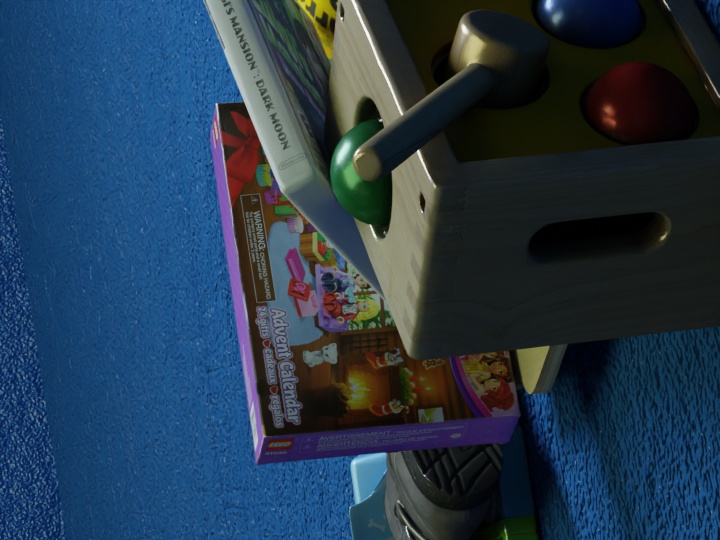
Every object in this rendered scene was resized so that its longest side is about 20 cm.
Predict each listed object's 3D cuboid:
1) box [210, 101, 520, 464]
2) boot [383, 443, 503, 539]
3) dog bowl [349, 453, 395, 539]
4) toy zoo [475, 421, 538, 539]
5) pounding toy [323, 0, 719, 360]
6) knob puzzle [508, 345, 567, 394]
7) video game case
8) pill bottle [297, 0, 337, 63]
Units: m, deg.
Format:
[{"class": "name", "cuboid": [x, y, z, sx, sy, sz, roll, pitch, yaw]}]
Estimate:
[{"class": "box", "cuboid": [0.000, 0.000, 1.434, 0.039, 0.136, 0.200, 107, 156, -61]}, {"class": "boot", "cuboid": [0.028, 0.089, 1.567, 0.132, 0.070, 0.200, 96, 166, -51]}, {"class": "dog bowl", "cuboid": [0.017, 0.102, 1.669, 0.111, 0.049, 0.201, 2, -100, -84]}, {"class": "toy zoo", "cuboid": [0.067, 0.101, 1.588, 0.131, 0.020, 0.200, 136, 127, -72]}, {"class": "pounding toy", "cuboid": [0.065, -0.060, 1.176, 0.184, 0.200, 0.142, -112, 21, -45]}, {"class": "knob puzzle", "cuboid": [0.093, -0.034, 1.407, 0.220, 0.030, 0.220, 179, 90, -75]}, {"class": "video game case", "cuboid": [-0.031, -0.086, 1.345, 0.182, 0.023, 0.200, 67, -171, 23]}, {"class": "pill bottle", "cuboid": [0.015, -0.157, 1.500, 0.200, 0.113, 0.113, 105, 155, -54]}]
